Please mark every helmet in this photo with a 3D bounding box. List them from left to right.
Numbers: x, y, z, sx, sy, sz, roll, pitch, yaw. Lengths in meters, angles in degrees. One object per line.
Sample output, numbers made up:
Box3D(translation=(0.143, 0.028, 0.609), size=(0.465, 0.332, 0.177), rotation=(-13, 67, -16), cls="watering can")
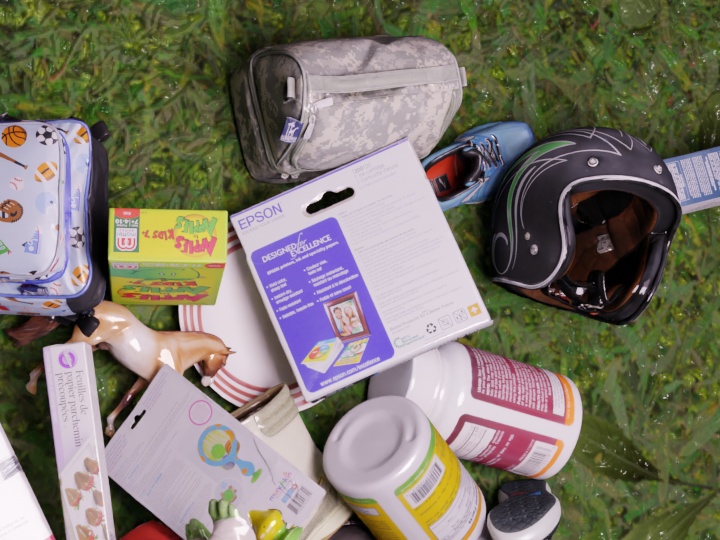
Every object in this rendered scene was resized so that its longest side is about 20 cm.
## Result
Box3D(translation=(0.234, -0.055, 1.665), size=(0.199, 0.200, 0.191), rotation=(20, 86, -23), cls="helmet")

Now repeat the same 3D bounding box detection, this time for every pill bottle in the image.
Box3D(translation=(0.055, 0.222, 1.550), size=(0.111, 0.111, 0.200), rotation=(-56, 134, -24), cls="pill bottle")
Box3D(translation=(0.115, 0.137, 1.624), size=(0.199, 0.114, 0.115), rotation=(18, 73, -24), cls="pill bottle")

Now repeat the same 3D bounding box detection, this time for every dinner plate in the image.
Box3D(translation=(-0.091, 0.044, 1.587), size=(0.199, 0.024, 0.201), rotation=(5, 78, -25), cls="dinner plate")

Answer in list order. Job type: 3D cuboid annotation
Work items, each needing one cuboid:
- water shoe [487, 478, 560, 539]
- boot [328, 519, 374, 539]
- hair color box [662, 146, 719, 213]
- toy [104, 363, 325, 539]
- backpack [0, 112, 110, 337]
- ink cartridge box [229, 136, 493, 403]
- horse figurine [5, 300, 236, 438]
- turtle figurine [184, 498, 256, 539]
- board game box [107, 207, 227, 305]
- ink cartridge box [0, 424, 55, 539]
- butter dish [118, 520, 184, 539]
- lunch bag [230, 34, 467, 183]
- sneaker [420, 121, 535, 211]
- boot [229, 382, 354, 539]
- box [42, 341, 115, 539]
Box3D(translation=(0.171, 0.264, 1.594), size=(0.071, 0.200, 0.079), rotation=(-9, 94, 10), cls="water shoe")
Box3D(translation=(-0.026, 0.309, 1.484), size=(0.200, 0.174, 0.069), rotation=(-43, 101, -27), cls="boot")
Box3D(translation=(0.368, -0.098, 1.807), size=(0.199, 0.100, 0.061), rotation=(-13, 85, -29), cls="hair color box")
Box3D(translation=(-0.132, 0.190, 1.449), size=(0.200, 0.047, 0.115), rotation=(36, 91, 24), cls="toy")
Box3D(translation=(-0.325, -0.048, 1.402), size=(0.190, 0.154, 0.201), rotation=(-3, 75, 6), cls="backpack")
Box3D(translation=(0.000, 0.000, 1.550), size=(0.197, 0.043, 0.201), rotation=(-23, 81, -1), cls="ink cartridge box")
Box3D(translation=(-0.227, 0.082, 1.483), size=(0.200, 0.050, 0.133), rotation=(33, 85, -18), cls="horse figurine")
Box3D(translation=(-0.195, 0.258, 1.313), size=(0.199, 0.144, 0.194), rotation=(25, 47, 26), cls="turtle figurine")
Box3D(translation=(-0.176, -0.009, 1.440), size=(0.101, 0.200, 0.048), rotation=(1, 78, -8), cls="board game box")
Box3D(translation=(-0.363, 0.214, 1.379), size=(0.144, 0.084, 0.201), rotation=(-27, 94, -29), cls="ink cartridge box")
Box3D(translation=(-0.188, 0.361, 1.414), size=(0.199, 0.200, 0.148), rotation=(-37, 140, -27), cls="butter dish")
Box3D(translation=(-0.015, -0.170, 1.584), size=(0.199, 0.168, 0.140), rotation=(-9, 84, -28), cls="lunch bag")
Box3D(translation=(0.118, -0.105, 1.684), size=(0.200, 0.090, 0.079), rotation=(-30, 95, -31), cls="sneaker")
Box3D(translation=(-0.106, 0.218, 1.508), size=(0.200, 0.072, 0.155), rotation=(-40, 109, -34), cls="boot")
Box3D(translation=(-0.248, 0.165, 1.413), size=(0.039, 0.041, 0.201), rotation=(-8, 84, -2), cls="box")
